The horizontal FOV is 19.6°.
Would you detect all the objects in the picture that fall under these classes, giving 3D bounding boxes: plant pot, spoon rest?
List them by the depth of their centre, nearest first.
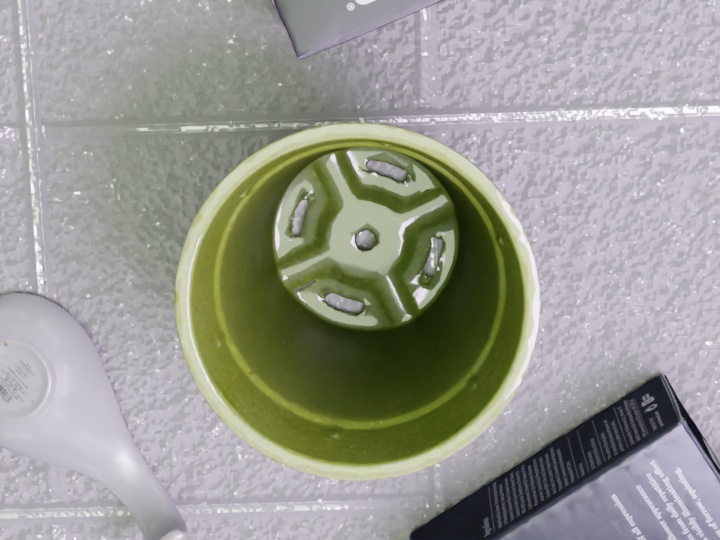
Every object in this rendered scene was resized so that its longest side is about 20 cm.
[{"bbox_3d":[0.000,0.000,1.221,0.199,0.190,0.201,0,102,1],"label":"plant pot"},{"bbox_3d":[-0.184,0.103,1.324,0.099,0.061,0.200,-41,85,8],"label":"spoon rest"}]

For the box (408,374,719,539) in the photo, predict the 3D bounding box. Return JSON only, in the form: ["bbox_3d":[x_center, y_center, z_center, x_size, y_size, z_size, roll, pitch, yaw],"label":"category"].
[{"bbox_3d":[0.151,0.189,1.300,0.200,0.107,0.149,-33,100,7],"label":"box"}]

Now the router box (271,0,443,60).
[{"bbox_3d":[0.048,-0.188,1.199,0.200,0.149,0.051,-22,102,6],"label":"router box"}]
